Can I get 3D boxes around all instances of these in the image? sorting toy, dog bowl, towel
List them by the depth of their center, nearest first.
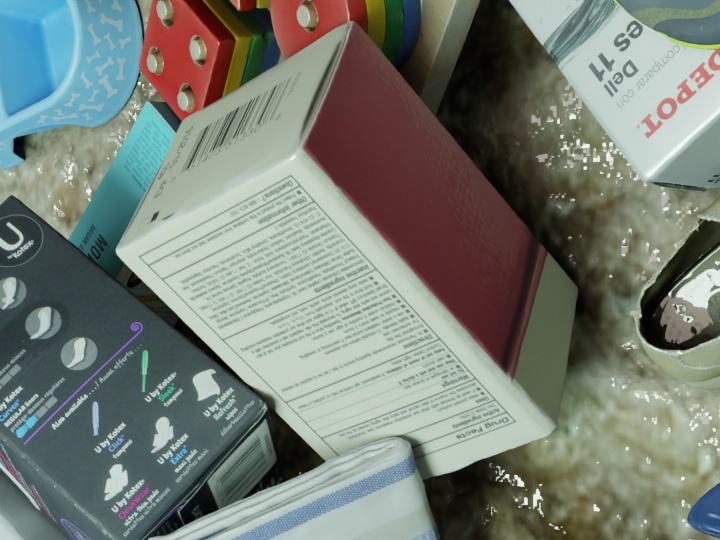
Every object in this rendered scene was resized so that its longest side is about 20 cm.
[{"bbox_3d":[-0.020,0.188,0.763,0.024,0.146,0.201,-132,22,-56],"label":"towel"},{"bbox_3d":[-0.043,-0.137,0.809,0.200,0.069,0.200,50,139,29],"label":"sorting toy"},{"bbox_3d":[-0.236,-0.141,1.012,0.199,0.049,0.112,-18,80,35],"label":"dog bowl"}]

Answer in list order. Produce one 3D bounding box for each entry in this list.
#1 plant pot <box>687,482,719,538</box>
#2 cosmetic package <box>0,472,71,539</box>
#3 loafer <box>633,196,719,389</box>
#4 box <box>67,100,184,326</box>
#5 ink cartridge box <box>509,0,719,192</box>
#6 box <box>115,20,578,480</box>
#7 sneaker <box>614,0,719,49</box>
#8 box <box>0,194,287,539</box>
[{"bbox_3d":[0.224,0.181,0.594,0.199,0.199,0.181,15,93,35],"label":"plant pot"},{"bbox_3d":[-0.206,0.184,0.924,0.200,0.167,0.167,41,114,28],"label":"cosmetic package"},{"bbox_3d":[0.200,-0.019,0.679,0.076,0.068,0.201,48,117,25],"label":"loafer"},{"bbox_3d":[-0.139,-0.009,0.923,0.049,0.082,0.201,47,116,27],"label":"box"},{"bbox_3d":[0.148,-0.158,0.705,0.147,0.083,0.201,-45,66,28],"label":"ink cartridge box"},{"bbox_3d":[0.000,0.000,0.740,0.127,0.109,0.200,-24,121,34],"label":"box"},{"bbox_3d":[0.098,-0.166,0.639,0.200,0.081,0.074,46,117,28],"label":"sneaker"},{"bbox_3d":[-0.148,0.075,0.798,0.200,0.123,0.106,37,68,21],"label":"box"}]
